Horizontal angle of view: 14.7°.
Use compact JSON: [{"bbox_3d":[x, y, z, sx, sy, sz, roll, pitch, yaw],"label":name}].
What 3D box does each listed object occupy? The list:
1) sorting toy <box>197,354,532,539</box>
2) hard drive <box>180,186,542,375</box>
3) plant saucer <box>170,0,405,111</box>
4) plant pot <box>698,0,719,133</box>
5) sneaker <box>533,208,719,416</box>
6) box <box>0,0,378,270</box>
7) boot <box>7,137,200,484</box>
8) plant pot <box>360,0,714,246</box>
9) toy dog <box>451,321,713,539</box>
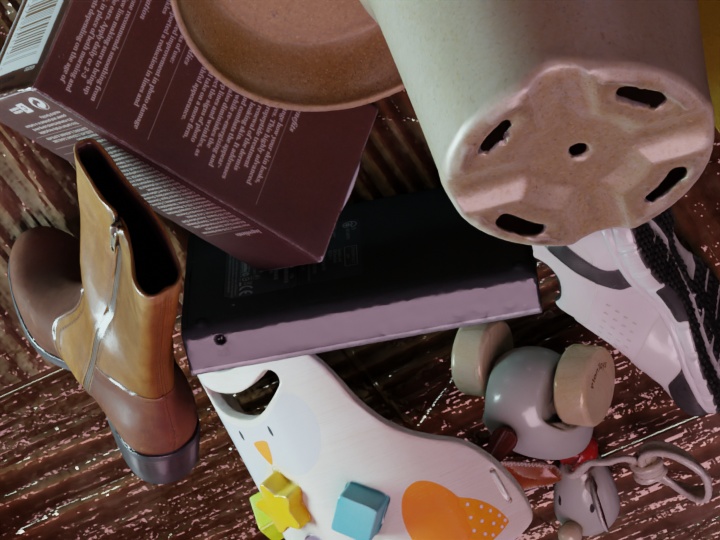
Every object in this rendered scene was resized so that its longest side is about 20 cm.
[{"bbox_3d":[-0.026,0.116,1.683,0.180,0.107,0.200,54,152,-12],"label":"sorting toy"},{"bbox_3d":[0.000,0.000,1.589,0.199,0.140,0.033,-11,114,4],"label":"hard drive"},{"bbox_3d":[-0.011,-0.179,1.471,0.200,0.035,0.201,-12,127,-16],"label":"plant saucer"},{"bbox_3d":[0.283,-0.121,1.441,0.176,0.200,0.200,-2,134,-26],"label":"plant pot"},{"bbox_3d":[0.166,0.016,1.675,0.080,0.074,0.200,-9,135,27],"label":"sneaker"},{"bbox_3d":[-0.097,-0.089,1.516,0.200,0.100,0.075,31,159,-27],"label":"box"},{"bbox_3d":[-0.150,0.000,1.527,0.068,0.189,0.200,-20,147,-12],"label":"boot"},{"bbox_3d":[0.091,-0.122,1.378,0.200,0.184,0.201,-7,142,-5],"label":"plant pot"},{"bbox_3d":[0.116,0.118,1.721,0.132,0.096,0.200,-3,138,45],"label":"toy dog"}]
